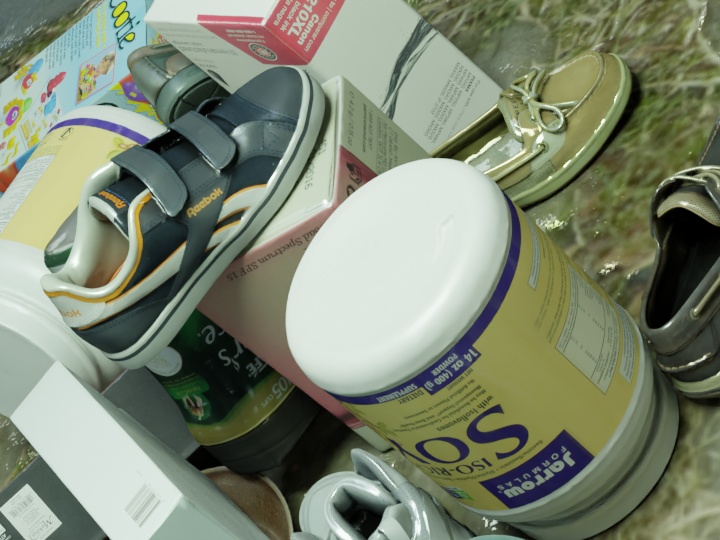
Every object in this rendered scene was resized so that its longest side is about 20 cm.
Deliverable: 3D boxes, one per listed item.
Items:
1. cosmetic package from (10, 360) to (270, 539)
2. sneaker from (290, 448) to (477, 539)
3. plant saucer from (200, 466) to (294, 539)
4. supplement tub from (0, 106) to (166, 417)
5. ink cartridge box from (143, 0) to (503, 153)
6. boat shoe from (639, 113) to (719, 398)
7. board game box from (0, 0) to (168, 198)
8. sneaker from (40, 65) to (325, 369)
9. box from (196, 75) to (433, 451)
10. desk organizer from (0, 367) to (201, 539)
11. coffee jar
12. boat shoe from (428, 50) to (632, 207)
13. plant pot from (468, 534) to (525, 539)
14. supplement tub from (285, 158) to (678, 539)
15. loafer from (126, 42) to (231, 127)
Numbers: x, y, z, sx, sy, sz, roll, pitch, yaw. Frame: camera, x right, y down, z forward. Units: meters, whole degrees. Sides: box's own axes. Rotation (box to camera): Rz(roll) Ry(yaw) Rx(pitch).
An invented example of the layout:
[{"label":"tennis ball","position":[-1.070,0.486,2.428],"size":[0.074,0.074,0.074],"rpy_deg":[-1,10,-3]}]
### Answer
[{"label":"cosmetic package","position":[-0.109,0.146,1.325],"size":[0.052,0.151,0.200],"rpy_deg":[-51,34,-1]},{"label":"sneaker","position":[0.004,0.144,1.295],"size":[0.075,0.115,0.200],"rpy_deg":[-53,34,-7]},{"label":"plant saucer","position":[-0.109,0.219,1.419],"size":[0.200,0.037,0.201],"rpy_deg":[-28,40,27]},{"label":"supplement tub","position":[-0.201,-0.002,1.601],"size":[0.145,0.146,0.200],"rpy_deg":[-9,41,43]},{"label":"ink cartridge box","position":[-0.023,-0.145,1.532],"size":[0.145,0.200,0.085],"rpy_deg":[10,68,51]},{"label":"boat shoe","position":[0.206,-0.026,1.273],"size":[0.074,0.073,0.201],"rpy_deg":[-15,47,39]},{"label":"board game box","position":[-0.199,-0.119,1.739],"size":[0.200,0.103,0.105],"rpy_deg":[-33,42,28]},{"label":"sneaker","position":[-0.101,-0.044,1.274],"size":[0.200,0.079,0.078],"rpy_deg":[-55,36,-6]},{"label":"box","position":[0.000,0.000,1.363],"size":[0.128,0.200,0.109],"rpy_deg":[-28,40,29]},{"label":"desk organizer","position":[-0.173,0.134,1.516],"size":[0.200,0.072,0.077],"rpy_deg":[-44,-2,7]},{"label":"coffee jar","position":[-0.099,0.029,1.410],"size":[0.085,0.200,0.104],"rpy_deg":[-17,30,47]},{"label":"boat shoe","position":[0.087,-0.079,1.464],"size":[0.200,0.063,0.073],"rpy_deg":[-37,36,17]},{"label":"plant pot","position":[0.035,0.262,1.095],"size":[0.196,0.200,0.201],"rpy_deg":[-36,36,30]},{"label":"supplement tub","position":[0.071,0.049,1.239],"size":[0.145,0.200,0.146],"rpy_deg":[-29,38,26]},{"label":"loafer","position":[-0.081,-0.160,1.633],"size":[0.063,0.200,0.072],"rpy_deg":[45,133,23]}]
